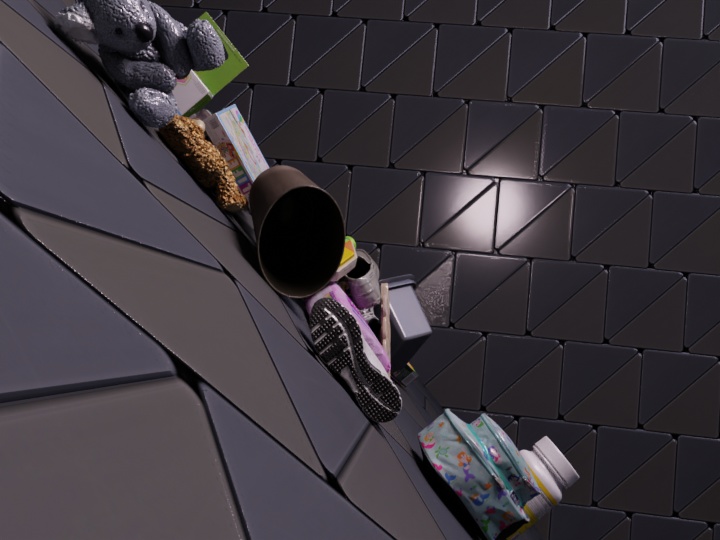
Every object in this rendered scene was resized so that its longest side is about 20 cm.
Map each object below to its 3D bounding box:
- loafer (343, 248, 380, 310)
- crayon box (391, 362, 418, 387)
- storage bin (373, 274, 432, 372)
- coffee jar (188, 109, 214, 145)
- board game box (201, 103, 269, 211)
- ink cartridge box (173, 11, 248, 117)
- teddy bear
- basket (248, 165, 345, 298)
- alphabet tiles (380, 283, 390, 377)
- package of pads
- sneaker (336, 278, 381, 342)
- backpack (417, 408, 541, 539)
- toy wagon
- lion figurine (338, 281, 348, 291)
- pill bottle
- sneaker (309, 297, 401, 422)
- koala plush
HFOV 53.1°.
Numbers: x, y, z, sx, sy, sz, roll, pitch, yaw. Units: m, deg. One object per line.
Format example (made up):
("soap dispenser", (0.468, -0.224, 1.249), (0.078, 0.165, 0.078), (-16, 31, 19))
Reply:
("loafer", (0.000, 0.000, 1.339), (0.201, 0.069, 0.071), (-111, -178, -65))
("crayon box", (0.064, 0.212, 1.943), (0.173, 0.058, 0.200), (52, 1, 28))
("storage bin", (0.072, 0.125, 1.553), (0.136, 0.144, 0.201), (62, -37, 25))
("coffee jar", (-0.263, -0.212, 1.412), (0.200, 0.085, 0.105), (51, 1, -45))
("board game box", (-0.210, -0.198, 1.320), (0.202, 0.034, 0.135), (62, 13, -14))
("ink cartridge box", (-0.352, -0.419, 1.479), (0.148, 0.199, 0.076), (50, 1, -6))
("teddy bear", (-0.253, -0.180, 1.216), (0.201, 0.066, 0.145), (52, -1, -2))
("basket", (-0.112, -0.082, 1.159), (0.200, 0.134, 0.183), (-122, -146, -60))
("alphabet tiles", (0.044, 0.132, 1.307), (0.196, 0.014, 0.203), (78, 12, -68))
("package of pads", (-0.025, 0.103, 1.190), (0.121, 0.075, 0.200), (54, 0, -19))
("sneaker", (0.010, 0.074, 1.420), (0.115, 0.074, 0.204), (-175, -107, -72))
("backpack", (0.188, 0.324, 1.185), (0.200, 0.150, 0.178), (46, 3, -10))
("toy wagon", (-0.105, -0.048, 1.278), (0.198, 0.040, 0.155), (31, 37, 18))
("lion figurine", (-0.062, 0.040, 1.348), (0.201, 0.072, 0.123), (55, 21, -31))
("pill bottle", (0.300, 0.410, 1.342), (0.115, 0.199, 0.114), (50, 0, 0))
("sneaker", (-0.013, 0.131, 1.059), (0.202, 0.073, 0.080), (60, -3, -3))
("koala plush", (-0.336, -0.349, 1.044), (0.183, 0.178, 0.200), (38, -5, 26))
